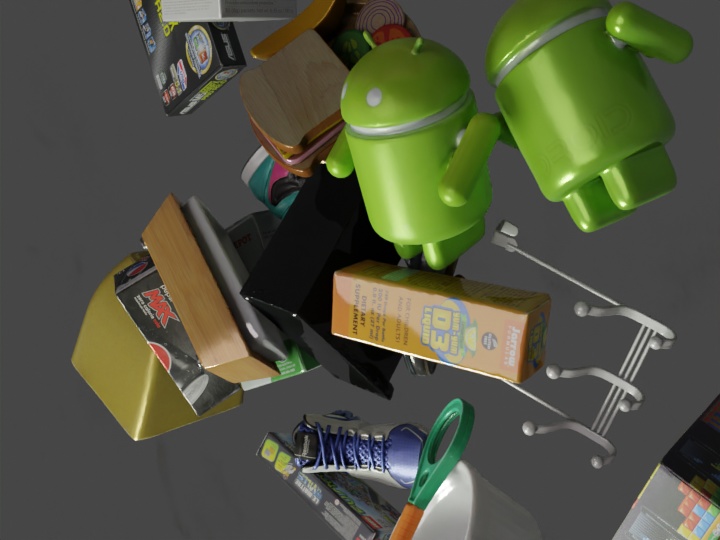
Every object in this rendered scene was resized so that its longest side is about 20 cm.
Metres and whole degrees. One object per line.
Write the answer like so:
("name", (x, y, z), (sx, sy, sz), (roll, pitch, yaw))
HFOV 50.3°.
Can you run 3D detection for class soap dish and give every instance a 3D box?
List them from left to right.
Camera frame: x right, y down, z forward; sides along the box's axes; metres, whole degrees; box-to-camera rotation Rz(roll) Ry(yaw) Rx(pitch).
("soap dish", (-0.164, 0.029, 0.872), (0.203, 0.080, 0.158), (61, 178, 15))

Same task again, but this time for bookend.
("bookend", (0.000, 0.000, 0.841), (0.091, 0.199, 0.203), (15, 69, 41))

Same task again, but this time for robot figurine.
("robot figurine", (0.050, -0.106, 0.670), (0.174, 0.115, 0.204), (23, 138, 49))
("robot figurine", (0.174, -0.138, 0.618), (0.204, 0.114, 0.175), (65, 148, 9))

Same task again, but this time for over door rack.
("over door rack", (0.173, 0.070, 0.720), (0.199, 0.066, 0.151), (37, 126, 32))

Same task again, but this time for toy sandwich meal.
("toy sandwich meal", (-0.031, -0.200, 0.777), (0.200, 0.070, 0.211), (-5, 74, 17))

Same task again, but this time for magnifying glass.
("magnifying glass", (0.068, 0.230, 0.815), (0.022, 0.203, 0.080), (28, 167, -9))

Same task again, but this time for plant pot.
("plant pot", (-0.272, 0.081, 1.104), (0.193, 0.193, 0.204), (36, 119, 32))

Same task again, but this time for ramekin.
("ramekin", (0.099, 0.308, 0.778), (0.096, 0.202, 0.201), (29, 131, -8))

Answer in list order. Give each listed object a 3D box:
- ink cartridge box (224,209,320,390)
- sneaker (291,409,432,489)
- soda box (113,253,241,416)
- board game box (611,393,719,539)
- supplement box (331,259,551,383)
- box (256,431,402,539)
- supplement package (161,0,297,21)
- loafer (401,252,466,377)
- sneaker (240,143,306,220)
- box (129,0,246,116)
("ink cartridge box", (-0.117, 0.036, 0.996), (0.145, 0.082, 0.205), (-21, 87, 46))
("sneaker", (-0.014, 0.215, 0.912), (0.197, 0.114, 0.083), (2, 87, 45))
("soda box", (-0.227, 0.079, 0.960), (0.203, 0.070, 0.063), (63, 172, -27))
("board game box", (0.248, 0.177, 0.579), (0.056, 0.198, 0.168), (36, 125, 28))
("supplement box", (0.070, 0.042, 0.704), (0.196, 0.068, 0.068), (10, 104, 29))
("box", (-0.031, 0.277, 0.962), (0.198, 0.109, 0.035), (34, 95, 34))
("supplement package", (-0.155, -0.392, 0.875), (0.118, 0.120, 0.205), (14, 113, 41))
("loafer", (0.079, 0.018, 0.798), (0.070, 0.073, 0.205), (6, 110, 18))
("sneaker", (-0.049, -0.125, 0.879), (0.122, 0.083, 0.200), (53, 126, 10))
("box", (-0.240, -0.335, 1.036), (0.159, 0.044, 0.205), (-20, 88, 47))
